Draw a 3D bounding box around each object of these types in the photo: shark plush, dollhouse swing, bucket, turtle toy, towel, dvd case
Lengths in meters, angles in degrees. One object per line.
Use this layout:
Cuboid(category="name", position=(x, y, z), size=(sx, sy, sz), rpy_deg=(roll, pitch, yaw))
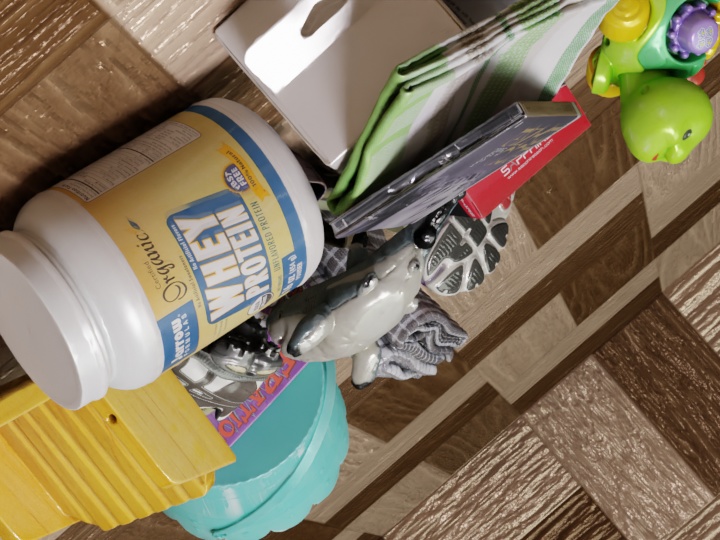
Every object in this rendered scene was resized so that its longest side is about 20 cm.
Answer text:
Cuboid(category="shark plush", position=(0.000, 0.000, 1.461), size=(0.091, 0.083, 0.200), rpy_deg=(16, 122, -35))
Cuboid(category="dollhouse swing", position=(-0.237, 0.153, 1.346), size=(0.199, 0.182, 0.176), rpy_deg=(-24, -161, 38))
Cuboid(category="bucket", position=(-0.109, 0.119, 1.611), size=(0.207, 0.207, 0.135), rpy_deg=(-38, 160, -10))
Cuboid(category="turtle toy", position=(0.225, -0.176, 1.400), size=(0.146, 0.101, 0.201), rpy_deg=(81, 23, -73))
Cuboid(category="towel", position=(0.075, -0.113, 1.224), size=(0.200, 0.031, 0.149), rpy_deg=(-31, 161, -34))
Cuboid(category="dvd case", position=(0.070, -0.070, 1.277), size=(0.148, 0.016, 0.200), rpy_deg=(-33, 176, 17))
Cuboid(category="towel", position=(0.007, 0.018, 1.665), size=(0.086, 0.166, 0.200), rpy_deg=(-48, 164, 7))

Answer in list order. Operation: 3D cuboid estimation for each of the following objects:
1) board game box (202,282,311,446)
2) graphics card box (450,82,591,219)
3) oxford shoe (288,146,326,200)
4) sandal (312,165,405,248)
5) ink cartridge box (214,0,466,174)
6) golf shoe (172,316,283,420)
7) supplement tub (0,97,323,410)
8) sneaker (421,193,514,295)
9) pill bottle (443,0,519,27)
Cuboid(category="board game box", position=(-0.121, 0.072, 1.524), size=(0.200, 0.120, 0.032), rpy_deg=(-47, -176, -14))
Cuboid(category="graphics card box", position=(0.091, -0.102, 1.559), size=(0.125, 0.051, 0.200), rpy_deg=(-41, -162, -15))
Cuboid(category="oxford shoe", position=(-0.112, -0.029, 1.373), size=(0.200, 0.072, 0.071), rpy_deg=(-39, 143, -24))
Cuboid(category="sandal", position=(-0.027, -0.050, 1.538), size=(0.201, 0.080, 0.058), rpy_deg=(8, 104, -60))
Cuboid(category="ink cartridge box", position=(0.005, -0.142, 1.271), size=(0.128, 0.125, 0.200), rpy_deg=(-43, 165, 8))
Cuboid(category="golf shoe", position=(-0.158, 0.070, 1.433), size=(0.199, 0.078, 0.095), rpy_deg=(18, 118, -32))
Cuboid(category="supplement tub", position=(-0.139, -0.011, 1.251), size=(0.200, 0.145, 0.145), rpy_deg=(-34, 164, -26))
Cuboid(category="sneaker", position=(0.089, -0.060, 1.682), size=(0.083, 0.081, 0.201), rpy_deg=(-4, -132, 36))
Cuboid(category="pill bottle", position=(0.072, -0.150, 1.439), size=(0.200, 0.113, 0.113), rpy_deg=(-40, 165, -2))
